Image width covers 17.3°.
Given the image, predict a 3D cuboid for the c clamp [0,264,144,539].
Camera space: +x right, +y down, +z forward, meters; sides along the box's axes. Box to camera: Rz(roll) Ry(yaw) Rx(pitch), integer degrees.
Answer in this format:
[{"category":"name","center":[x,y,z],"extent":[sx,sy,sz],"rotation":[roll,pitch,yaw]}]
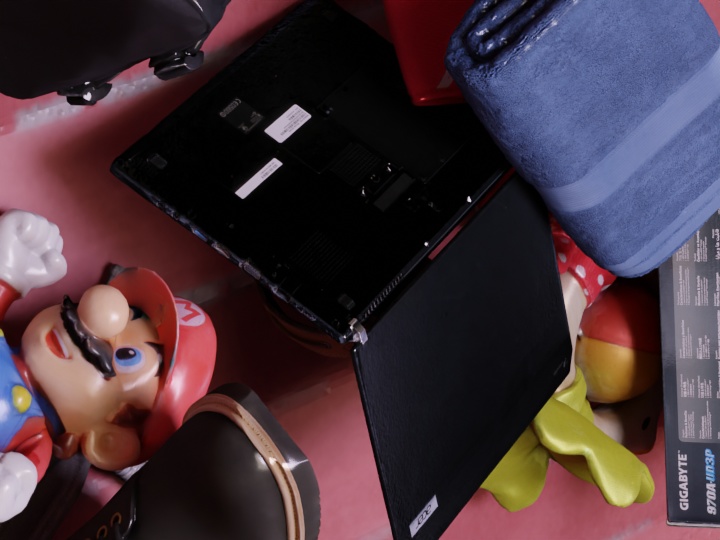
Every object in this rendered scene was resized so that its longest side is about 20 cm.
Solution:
[{"category":"c clamp","center":[-0.100,0.125,1.089],"extent":[0.171,0.027,0.200],"rotation":[-54,129,-18]}]

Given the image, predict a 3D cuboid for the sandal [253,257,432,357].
[{"category":"sandal","center":[-0.014,0.006,1.119],"extent":[0.200,0.054,0.082],"rotation":[30,38,-46]}]

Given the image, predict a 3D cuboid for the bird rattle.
[{"category":"bird rattle","center":[0.113,0.027,1.232],"extent":[0.163,0.112,0.201],"rotation":[13,79,-54]}]

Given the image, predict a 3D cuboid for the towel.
[{"category":"towel","center":[0.115,-0.078,1.070],"extent":[0.112,0.049,0.200],"rotation":[-42,142,2]}]

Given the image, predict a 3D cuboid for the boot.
[{"category":"boot","center":[-0.101,0.129,0.961],"extent":[0.138,0.200,0.078],"rotation":[-31,76,-29]}]

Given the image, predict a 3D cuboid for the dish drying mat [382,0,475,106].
[{"category":"dish drying mat","center":[0.029,-0.175,1.089],"extent":[0.077,0.018,0.201],"rotation":[-8,84,-39]}]

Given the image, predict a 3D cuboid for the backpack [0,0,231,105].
[{"category":"backpack","center":[-0.086,-0.184,0.920],"extent":[0.154,0.163,0.200],"rotation":[49,60,-22]}]

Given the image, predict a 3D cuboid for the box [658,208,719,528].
[{"category":"box","center":[0.193,0.015,1.256],"extent":[0.159,0.046,0.201],"rotation":[-49,137,-65]}]

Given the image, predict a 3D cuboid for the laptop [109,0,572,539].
[{"category":"laptop","center":[0.000,0.000,1.069],"extent":[0.177,0.200,0.103],"rotation":[-46,169,-46]}]

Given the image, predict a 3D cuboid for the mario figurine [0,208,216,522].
[{"category":"mario figurine","center":[-0.148,0.036,0.967],"extent":[0.199,0.106,0.124],"rotation":[-12,90,-32]}]
